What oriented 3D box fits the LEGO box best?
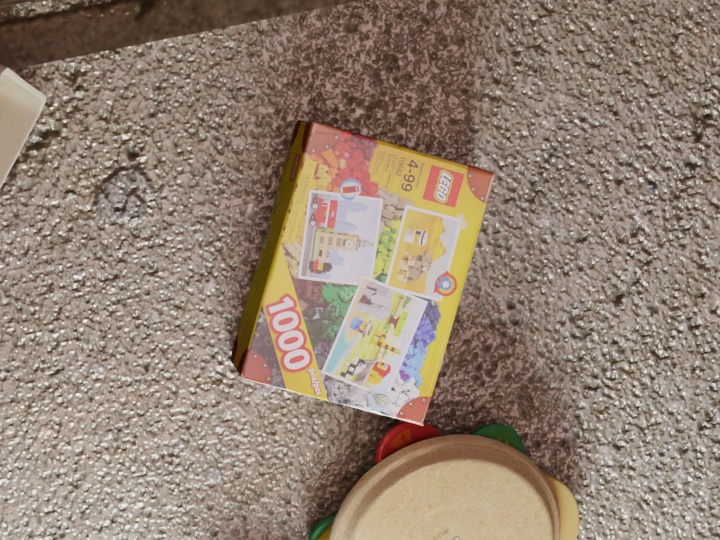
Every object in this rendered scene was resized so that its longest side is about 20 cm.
[{"bbox_3d":[0.000,0.000,1.369,0.149,0.077,0.200,15,94,-11],"label":"LEGO box"}]

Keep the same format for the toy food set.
[{"bbox_3d":[0.065,0.211,1.409,0.200,0.049,0.198,-45,115,4],"label":"toy food set"}]

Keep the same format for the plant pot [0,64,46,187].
[{"bbox_3d":[-0.354,-0.084,1.242,0.177,0.200,0.200,29,89,-2],"label":"plant pot"}]
